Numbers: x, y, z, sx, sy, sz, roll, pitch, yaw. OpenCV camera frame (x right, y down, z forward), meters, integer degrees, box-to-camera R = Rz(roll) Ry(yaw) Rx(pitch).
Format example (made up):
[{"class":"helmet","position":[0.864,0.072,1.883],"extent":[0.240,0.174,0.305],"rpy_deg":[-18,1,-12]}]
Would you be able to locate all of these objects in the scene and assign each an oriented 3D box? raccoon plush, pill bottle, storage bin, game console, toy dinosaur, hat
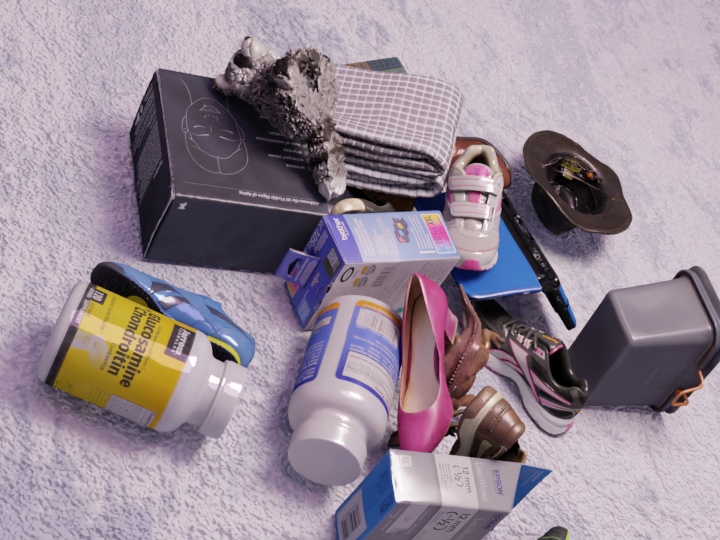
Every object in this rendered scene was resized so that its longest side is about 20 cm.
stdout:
[{"class":"raccoon plush","position":[-0.100,-0.176,1.446],"extent":[0.096,0.133,0.202],"rpy_deg":[-4,88,-51]},{"class":"pill bottle","position":[-0.018,0.134,1.368],"extent":[0.111,0.112,0.201],"rpy_deg":[26,46,-9]},{"class":"storage bin","position":[0.357,0.104,1.566],"extent":[0.133,0.201,0.147],"rpy_deg":[-4,56,-19]},{"class":"game console","position":[0.176,-0.010,1.608],"extent":[0.118,0.171,0.201],"rpy_deg":[-28,48,4]},{"class":"pill bottle","position":[-0.223,0.099,1.275],"extent":[0.199,0.112,0.113],"rpy_deg":[24,46,-11]},{"class":"toy dinosaur","position":[0.109,0.119,1.429],"extent":[0.085,0.202,0.135],"rpy_deg":[17,1,16]},{"class":"hat","position":[0.293,-0.105,1.769],"extent":[0.199,0.081,0.202],"rpy_deg":[23,39,-20]}]

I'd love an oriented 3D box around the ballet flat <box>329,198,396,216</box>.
[{"class":"ballet flat","position":[-0.002,-0.067,1.524],"extent":[0.057,0.066,0.200],"rpy_deg":[69,13,9]}]

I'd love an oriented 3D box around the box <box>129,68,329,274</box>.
[{"class":"box","position":[-0.160,-0.116,1.479],"extent":[0.198,0.124,0.198],"rpy_deg":[7,50,-26]}]

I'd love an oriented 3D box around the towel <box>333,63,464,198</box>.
[{"class":"towel","position":[0.027,-0.188,1.596],"extent":[0.198,0.086,0.166],"rpy_deg":[12,46,3]}]

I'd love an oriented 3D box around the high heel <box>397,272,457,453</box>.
[{"class":"high heel","position":[0.063,0.105,1.350],"extent":[0.096,0.067,0.201],"rpy_deg":[49,49,-44]}]

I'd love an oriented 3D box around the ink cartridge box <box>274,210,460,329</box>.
[{"class":"ink cartridge box","position":[0.000,0.000,1.468],"extent":[0.198,0.137,0.077],"rpy_deg":[-5,55,-33]}]

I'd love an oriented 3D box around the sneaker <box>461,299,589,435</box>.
[{"class":"sneaker","position":[0.217,0.102,1.549],"extent":[0.200,0.087,0.080],"rpy_deg":[48,45,13]}]

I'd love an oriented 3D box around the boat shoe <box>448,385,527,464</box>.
[{"class":"boat shoe","position":[0.143,0.200,1.351],"extent":[0.075,0.203,0.075],"rpy_deg":[37,72,17]}]

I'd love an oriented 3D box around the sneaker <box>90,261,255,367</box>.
[{"class":"sneaker","position":[-0.206,0.048,1.367],"extent":[0.199,0.066,0.079],"rpy_deg":[33,33,-3]}]

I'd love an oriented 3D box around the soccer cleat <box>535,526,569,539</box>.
[{"class":"soccer cleat","position":[0.164,0.333,1.349],"extent":[0.081,0.068,0.200],"rpy_deg":[35,44,18]}]

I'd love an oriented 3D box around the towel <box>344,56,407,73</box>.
[{"class":"towel","position":[0.021,-0.220,1.699],"extent":[0.145,0.022,0.201],"rpy_deg":[-10,49,-18]}]

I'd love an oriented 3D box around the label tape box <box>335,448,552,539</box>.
[{"class":"label tape box","position":[0.091,0.259,1.306],"extent":[0.198,0.144,0.067],"rpy_deg":[11,49,-22]}]

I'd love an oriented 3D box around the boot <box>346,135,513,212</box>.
[{"class":"boot","position":[0.097,-0.127,1.678],"extent":[0.188,0.069,0.200],"rpy_deg":[37,46,1]}]

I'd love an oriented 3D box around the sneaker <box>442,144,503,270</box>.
[{"class":"sneaker","position":[0.137,-0.084,1.538],"extent":[0.080,0.089,0.201],"rpy_deg":[4,44,-1]}]
